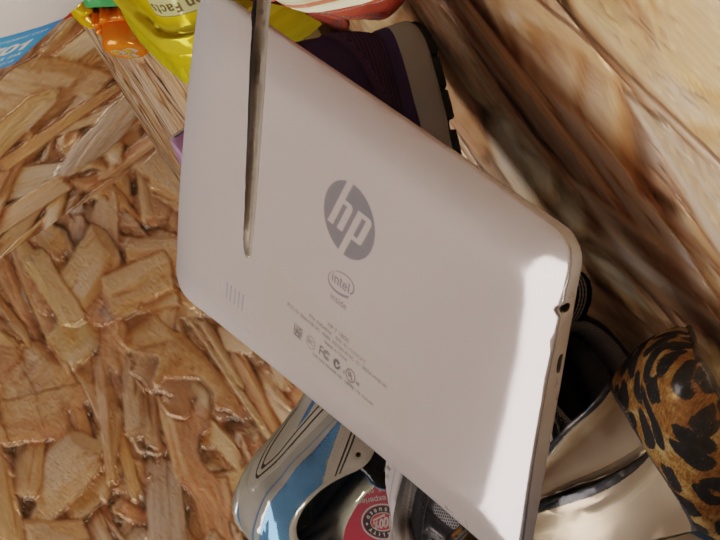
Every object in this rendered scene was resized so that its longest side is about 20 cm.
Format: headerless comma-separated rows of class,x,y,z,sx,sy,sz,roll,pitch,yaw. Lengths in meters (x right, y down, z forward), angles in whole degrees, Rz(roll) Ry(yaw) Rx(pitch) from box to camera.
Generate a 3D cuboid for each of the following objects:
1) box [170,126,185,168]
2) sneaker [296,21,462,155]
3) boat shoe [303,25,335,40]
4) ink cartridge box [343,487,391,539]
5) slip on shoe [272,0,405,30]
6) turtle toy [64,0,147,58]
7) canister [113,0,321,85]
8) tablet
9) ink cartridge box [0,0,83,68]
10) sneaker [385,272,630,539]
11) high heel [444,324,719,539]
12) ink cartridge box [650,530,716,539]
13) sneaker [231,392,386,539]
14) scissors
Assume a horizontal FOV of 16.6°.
box,0.003,0.010,1.308,0.200,0.096,0.176,54,175,18
sneaker,0.000,0.000,0.941,0.076,0.087,0.201,106,152,-57
boat shoe,-0.044,-0.093,1.197,0.202,0.075,0.075,51,166,40
ink cartridge box,0.050,0.205,1.242,0.085,0.145,0.201,126,135,-60
slip on shoe,-0.003,-0.114,0.823,0.061,0.074,0.200,22,178,-16
turtle toy,-0.153,-0.204,1.423,0.200,0.101,0.146,59,174,-31
canister,-0.099,-0.194,1.054,0.200,0.086,0.149,61,173,-30
tablet,-0.001,-0.001,0.856,0.200,0.014,0.131,37,132,39
ink cartridge box,-0.139,-0.172,0.903,0.200,0.086,0.147,-31,80,47
sneaker,0.064,0.098,0.982,0.114,0.075,0.201,-19,71,56
high heel,0.069,0.085,0.843,0.200,0.142,0.072,69,176,-71
ink cartridge box,0.109,0.205,0.766,0.145,0.083,0.201,28,114,39
sneaker,0.008,0.054,1.155,0.072,0.201,0.072,33,-163,25
scissors,-0.030,-0.097,0.770,0.073,0.014,0.201,143,130,-75
